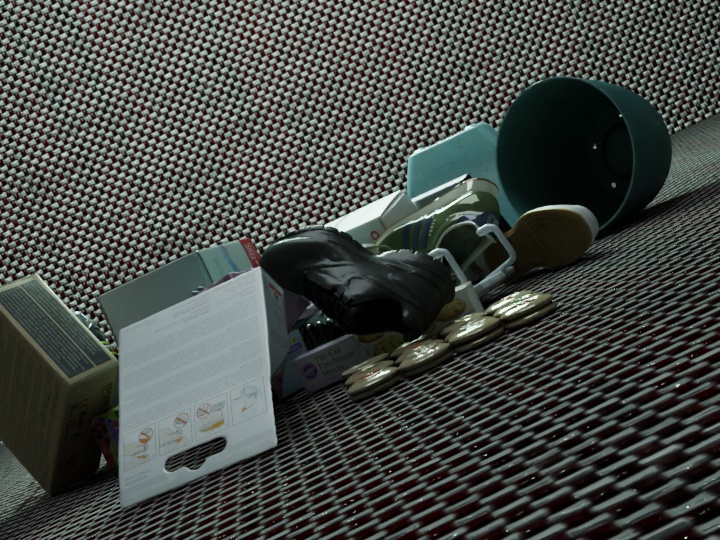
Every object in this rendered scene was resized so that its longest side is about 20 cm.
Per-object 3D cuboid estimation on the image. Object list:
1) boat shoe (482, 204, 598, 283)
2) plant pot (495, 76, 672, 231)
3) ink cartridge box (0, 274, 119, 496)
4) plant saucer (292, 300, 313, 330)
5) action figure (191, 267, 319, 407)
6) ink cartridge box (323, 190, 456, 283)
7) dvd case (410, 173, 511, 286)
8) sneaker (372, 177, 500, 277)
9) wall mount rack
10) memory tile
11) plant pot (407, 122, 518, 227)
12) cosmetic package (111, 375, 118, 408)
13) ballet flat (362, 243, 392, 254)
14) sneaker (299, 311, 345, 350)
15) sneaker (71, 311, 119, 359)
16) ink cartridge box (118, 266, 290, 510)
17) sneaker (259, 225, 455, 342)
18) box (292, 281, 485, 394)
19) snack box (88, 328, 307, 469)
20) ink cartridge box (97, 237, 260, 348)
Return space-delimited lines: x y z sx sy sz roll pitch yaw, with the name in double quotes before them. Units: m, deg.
"boat shoe" 0.214 -0.040 1.494 0.069 0.071 0.200 -27 2 -28
"plant pot" 0.299 -0.145 1.661 0.201 0.201 0.161 -23 -9 42
"ink cartridge box" -0.363 0.131 1.501 0.075 0.165 0.200 -26 -31 -39
"plant saucer" -0.078 0.037 1.513 0.201 0.039 0.201 -39 -10 -8
"action figure" -0.114 0.093 1.314 0.134 0.149 0.200 -40 38 20
"ink cartridge box" 0.003 0.003 1.718 0.200 0.146 0.085 -24 16 33
"dvd case" 0.116 -0.040 1.707 0.200 0.143 0.018 -23 22 51
"sneaker" 0.085 -0.024 1.556 0.200 0.067 0.090 -35 40 28
"wall mount rack" 0.077 0.025 1.449 0.174 0.075 0.200 -40 -9 36
"memory tile" 0.077 0.065 1.196 0.200 0.017 0.153 -25 2 -1
"plant pot" 0.169 -0.106 1.931 0.196 0.200 0.196 -24 1 13
"cosmetic package" -0.234 0.143 1.606 0.200 0.107 0.090 -23 0 -12
"ballet flat" 0.000 0.000 1.434 0.064 0.067 0.200 -3 7 15
"sneaker" -0.036 0.072 1.570 0.200 0.075 0.115 -23 5 16
"sneaker" -0.343 0.093 1.610 0.074 0.081 0.200 -27 -1 -23
"ink cartridge box" -0.137 0.109 1.172 0.162 0.200 0.050 -24 -41 16
"sneaker" -0.014 0.016 1.273 0.200 0.076 0.091 10 45 23
"box" 0.029 0.069 1.333 0.200 0.041 0.039 -23 3 16
"snack box" -0.172 0.142 1.446 0.200 0.068 0.169 -21 3 42
"ink cartridge box" -0.211 0.030 1.627 0.146 0.083 0.200 -24 0 14
